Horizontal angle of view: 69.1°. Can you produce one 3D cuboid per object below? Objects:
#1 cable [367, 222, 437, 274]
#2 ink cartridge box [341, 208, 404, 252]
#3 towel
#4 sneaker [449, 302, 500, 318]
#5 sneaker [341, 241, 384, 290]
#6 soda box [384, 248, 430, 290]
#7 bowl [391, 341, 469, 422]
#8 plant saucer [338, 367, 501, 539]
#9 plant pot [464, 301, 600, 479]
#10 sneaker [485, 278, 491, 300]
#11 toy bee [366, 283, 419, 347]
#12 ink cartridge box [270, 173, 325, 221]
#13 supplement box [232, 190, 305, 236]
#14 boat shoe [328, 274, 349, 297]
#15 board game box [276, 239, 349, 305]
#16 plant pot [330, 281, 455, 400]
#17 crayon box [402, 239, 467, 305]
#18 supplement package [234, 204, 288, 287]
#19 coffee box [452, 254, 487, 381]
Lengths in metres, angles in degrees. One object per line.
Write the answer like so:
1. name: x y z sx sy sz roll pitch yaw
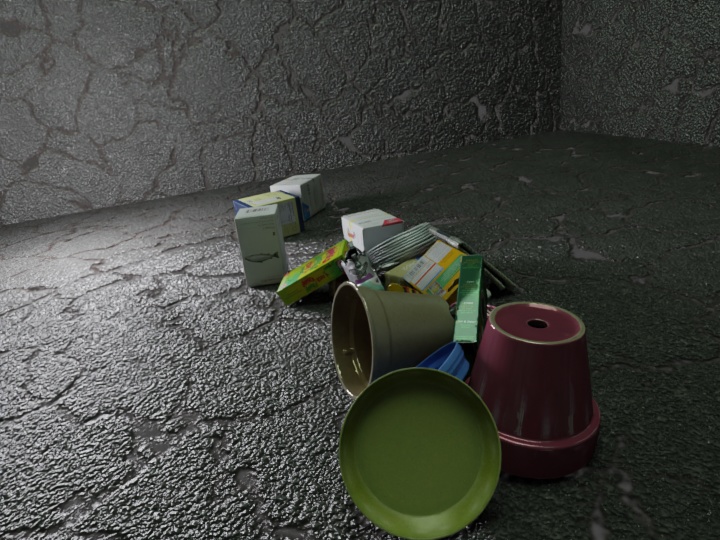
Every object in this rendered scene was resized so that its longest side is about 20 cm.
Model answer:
1. cable: 0.114 -0.063 1.431 0.198 0.070 0.200 -28 0 -2
2. ink cartridge box: 0.039 -0.132 1.709 0.143 0.085 0.200 -13 22 -17
3. towel: 0.266 -0.027 1.273 0.035 0.199 0.193 -53 21 4
4. sneaker: 0.246 0.114 1.027 0.197 0.080 0.096 -1 33 19
5. sneaker: 0.000 0.000 1.218 0.077 0.142 0.200 -23 -6 -7
6. soda box: 0.147 0.008 1.334 0.067 0.065 0.199 11 27 40
7. bowl: 0.079 0.185 0.766 0.200 0.039 0.201 -42 -4 -4
8. plant saucer: 0.072 0.221 0.646 0.196 0.204 0.031 -6 -5 3
9. plant pot: 0.238 0.152 0.737 0.196 0.182 0.201 -2 21 1
10. sneaker: 0.250 0.027 1.235 0.098 0.079 0.201 8 30 -11
11. toy bee: 0.044 0.075 1.092 0.109 0.132 0.199 43 26 16
12. ink cartridge box: -0.255 -0.304 2.167 0.142 0.150 0.200 2 22 23
13. supplement box: -0.341 -0.204 1.949 0.197 0.136 0.199 -18 23 -26
14. boat shoe: -0.028 0.010 1.387 0.066 0.073 0.201 4 29 13
15. board game box: -0.112 0.005 1.327 0.198 0.048 0.102 -30 19 16
16. plant pot: 0.064 0.115 0.933 0.181 0.204 0.200 -3 18 -22
17. crayon box: 0.186 0.016 1.151 0.126 0.052 0.200 -46 24 -1
18. supplement package: -0.278 -0.072 1.488 0.115 0.203 0.118 -8 20 -3
19. coffee box: 0.200 0.084 0.940 0.043 0.124 0.202 -2 46 19
